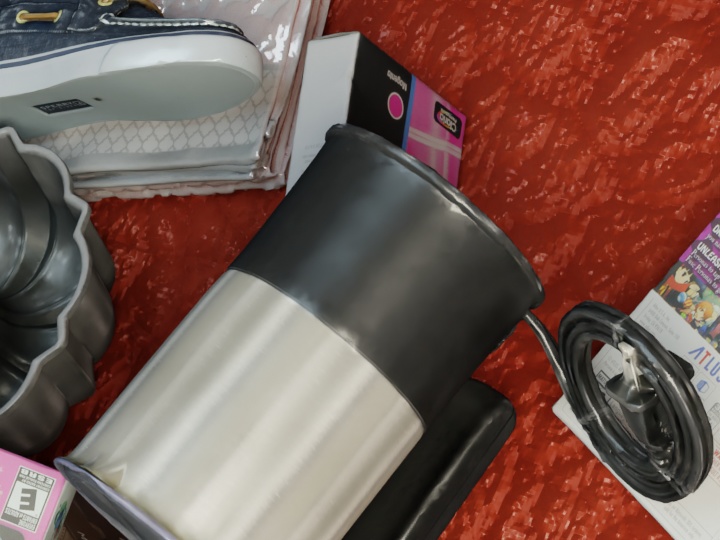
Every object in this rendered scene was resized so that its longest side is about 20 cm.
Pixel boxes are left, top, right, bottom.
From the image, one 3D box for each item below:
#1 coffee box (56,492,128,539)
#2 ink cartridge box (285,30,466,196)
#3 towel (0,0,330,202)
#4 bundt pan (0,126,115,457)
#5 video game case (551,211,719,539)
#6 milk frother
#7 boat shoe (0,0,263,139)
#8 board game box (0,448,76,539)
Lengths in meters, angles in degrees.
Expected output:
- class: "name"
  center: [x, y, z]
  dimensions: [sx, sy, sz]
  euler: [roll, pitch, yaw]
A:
- class: "coffee box"
  center: [-0.173, 0.211, 1.392]
  dimensions: [0.200, 0.080, 0.113]
  euler: [-46, 49, 10]
- class: "ink cartridge box"
  center: [0.000, 0.000, 1.356]
  dimensions: [0.037, 0.095, 0.201]
  euler: [-5, 65, 35]
- class: "towel"
  center: [-0.103, -0.128, 1.546]
  dimensions: [0.199, 0.032, 0.192]
  euler: [-4, 66, 36]
- class: "bundt pan"
  center: [-0.208, 0.029, 1.499]
  dimensions: [0.201, 0.076, 0.203]
  euler: [-14, 55, 20]
- class: "video game case"
  center: [0.197, 0.052, 1.217]
  dimensions: [0.181, 0.036, 0.200]
  euler: [-50, 47, 7]
- class: "milk frother"
  center: [0.015, 0.071, 1.205]
  dimensions: [0.188, 0.180, 0.200]
  euler: [-51, 28, -11]
- class: "boat shoe"
  center: [-0.130, -0.126, 1.495]
  dimensions: [0.200, 0.071, 0.091]
  euler: [-5, 70, 37]
- class: "board game box"
  center: [-0.230, 0.160, 1.310]
  dimensions: [0.147, 0.064, 0.201]
  euler: [21, 82, -2]
